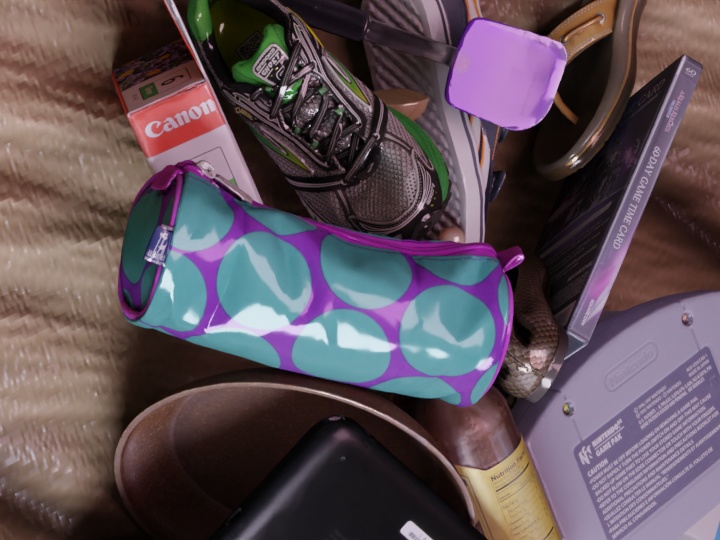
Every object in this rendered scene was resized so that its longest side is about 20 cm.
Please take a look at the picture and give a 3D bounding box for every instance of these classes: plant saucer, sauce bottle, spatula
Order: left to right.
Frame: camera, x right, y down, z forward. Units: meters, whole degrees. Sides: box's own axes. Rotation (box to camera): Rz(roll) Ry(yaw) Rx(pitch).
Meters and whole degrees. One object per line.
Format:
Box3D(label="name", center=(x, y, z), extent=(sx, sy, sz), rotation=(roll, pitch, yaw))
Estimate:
Box3D(label="plant saucer", center=(-0.034, 0.111, 1.626), extent=(0.200, 0.200, 0.037), rotation=(43, 43, -32))
Box3D(label="spatula", center=(0.017, -0.133, 1.704), extent=(0.199, 0.021, 0.057), rotation=(19, 91, 4))
Box3D(label="sauce bottle", center=(0.062, 0.108, 1.660), extent=(0.065, 0.065, 0.201), rotation=(-35, 112, -35))

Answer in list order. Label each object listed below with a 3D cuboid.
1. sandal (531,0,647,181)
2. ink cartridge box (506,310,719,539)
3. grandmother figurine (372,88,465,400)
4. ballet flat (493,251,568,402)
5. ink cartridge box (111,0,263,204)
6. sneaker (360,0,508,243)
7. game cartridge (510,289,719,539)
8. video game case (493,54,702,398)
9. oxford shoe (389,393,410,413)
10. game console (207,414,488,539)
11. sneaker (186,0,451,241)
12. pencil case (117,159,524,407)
Box3D(label="sandal", center=(0.138, -0.147, 1.848), extent=(0.054, 0.080, 0.201), rotation=(26, 71, -21))
Box3D(label="ink cartridge box", center=(0.172, 0.100, 1.874), extent=(0.199, 0.067, 0.116), rotation=(27, 72, -37))
Box3D(label="grandmother figurine", center=(0.000, 0.000, 1.717), extent=(0.061, 0.120, 0.201), rotation=(-71, 158, -74))
Box3D(label="ballet flat", center=(0.080, 0.026, 1.735), extent=(0.046, 0.200, 0.068), rotation=(27, 102, -11))
Box3D(label="ink cartridge box", center=(-0.097, -0.075, 1.616), extent=(0.050, 0.109, 0.201), rotation=(-24, 108, -2))
Box3D(label="sneaker", center=(0.053, -0.078, 1.768), extent=(0.079, 0.078, 0.201), rotation=(-17, 107, -49))
Box3D(label="game cartridge", center=(0.166, 0.098, 1.801), extent=(0.200, 0.041, 0.134), rotation=(-33, 112, -38))
Box3D(label="video game case", center=(0.135, -0.022, 1.790), extent=(0.019, 0.143, 0.201), rotation=(31, 64, -10))
Box3D(label="oxford shoe", center=(0.048, 0.113, 1.739), extent=(0.070, 0.074, 0.201), rotation=(-13, 122, -6))
Box3D(label="game console", center=(-0.027, 0.174, 1.628), extent=(0.176, 0.116, 0.200), rotation=(-47, 122, 1))
Box3D(label="sneaker", center=(-0.031, -0.083, 1.625), extent=(0.078, 0.200, 0.085), rotation=(-47, 154, 3))
Box3D(label="pencil case", center=(-0.022, 0.007, 1.550), extent=(0.199, 0.085, 0.093), rotation=(15, 104, -14))
